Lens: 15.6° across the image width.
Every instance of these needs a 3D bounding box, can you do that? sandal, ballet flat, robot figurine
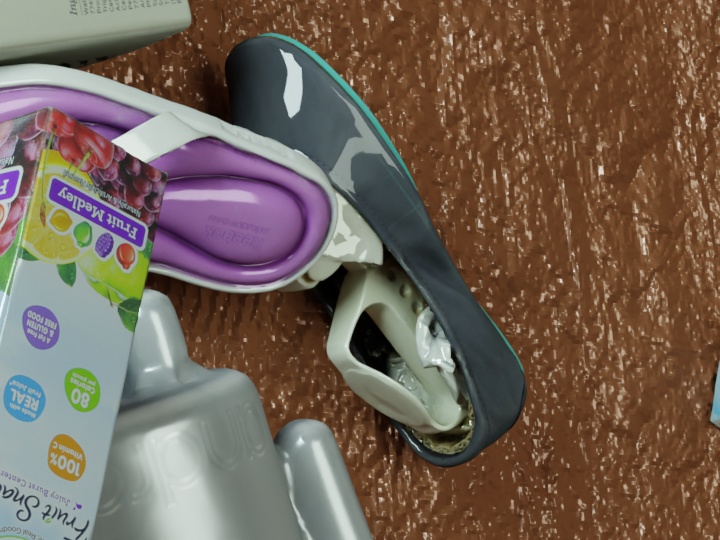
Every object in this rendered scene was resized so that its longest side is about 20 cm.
[{"bbox_3d":[-0.087,-0.025,0.930,0.202,0.050,0.083,3,118,-35],"label":"sandal"},{"bbox_3d":[0.000,0.000,1.043,0.200,0.073,0.073,56,47,-24],"label":"ballet flat"},{"bbox_3d":[-0.074,0.109,0.904,0.169,0.113,0.200,-19,94,-19],"label":"robot figurine"}]

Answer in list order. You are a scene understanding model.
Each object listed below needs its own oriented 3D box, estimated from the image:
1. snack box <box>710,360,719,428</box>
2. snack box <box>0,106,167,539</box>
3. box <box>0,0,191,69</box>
[{"bbox_3d":[0.274,0.092,1.268,0.200,0.116,0.037,35,57,-36],"label":"snack box"},{"bbox_3d":[-0.152,0.042,0.776,0.053,0.200,0.142,28,61,-39],"label":"snack box"},{"bbox_3d":[-0.156,-0.103,0.904,0.200,0.068,0.082,-12,89,-46],"label":"box"}]
